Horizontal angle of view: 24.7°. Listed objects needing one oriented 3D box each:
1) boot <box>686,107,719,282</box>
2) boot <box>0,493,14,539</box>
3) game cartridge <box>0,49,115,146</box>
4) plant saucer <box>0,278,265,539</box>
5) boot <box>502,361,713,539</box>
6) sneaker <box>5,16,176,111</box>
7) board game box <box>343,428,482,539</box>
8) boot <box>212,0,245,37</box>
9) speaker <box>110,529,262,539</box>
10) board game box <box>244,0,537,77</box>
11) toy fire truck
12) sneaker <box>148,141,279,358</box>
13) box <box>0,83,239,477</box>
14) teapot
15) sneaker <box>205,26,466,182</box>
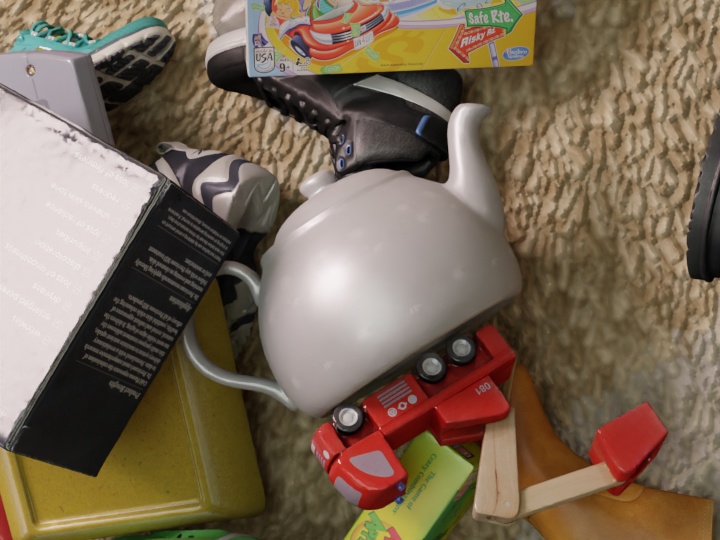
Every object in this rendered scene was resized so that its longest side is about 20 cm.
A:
[{"bbox_3d":[0.317,-0.071,1.084,0.168,0.076,0.201,17,89,22],"label":"boot"},{"bbox_3d":[-0.242,0.142,1.285,0.144,0.072,0.200,-24,79,16],"label":"boot"},{"bbox_3d":[-0.270,-0.095,1.243,0.200,0.040,0.134,-10,101,31],"label":"game cartridge"},{"bbox_3d":[-0.185,0.112,1.198,0.199,0.048,0.200,-9,108,6],"label":"plant saucer"},{"bbox_3d":[0.173,0.159,1.147,0.144,0.071,0.202,-5,91,13],"label":"boot"},{"bbox_3d":[-0.239,-0.160,1.283,0.200,0.077,0.080,-18,75,18],"label":"sneaker"},{"bbox_3d":[0.020,0.200,1.175,0.048,0.102,0.200,36,101,14],"label":"board game box"},{"bbox_3d":[-0.045,-0.234,1.182,0.200,0.131,0.068,-31,80,17],"label":"boot"},{"bbox_3d":[-0.132,0.234,1.194,0.200,0.088,0.089,-13,85,51],"label":"speaker"},{"bbox_3d":[0.020,-0.202,1.113,0.199,0.034,0.135,-4,121,-5],"label":"board game box"},{"bbox_3d":[0.084,0.116,1.083,0.200,0.049,0.141,-30,69,-15],"label":"toy fire truck"},{"bbox_3d":[-0.146,-0.007,1.251,0.129,0.079,0.200,29,116,33],"label":"sneaker"},{"bbox_3d":[-0.225,0.000,1.100,0.200,0.124,0.197,29,85,25],"label":"box"},{"bbox_3d":[0.000,0.000,1.124,0.146,0.200,0.197,57,144,6],"label":"teapot"},{"bbox_3d":[-0.029,-0.113,1.191,0.200,0.073,0.112,4,70,18],"label":"sneaker"}]
